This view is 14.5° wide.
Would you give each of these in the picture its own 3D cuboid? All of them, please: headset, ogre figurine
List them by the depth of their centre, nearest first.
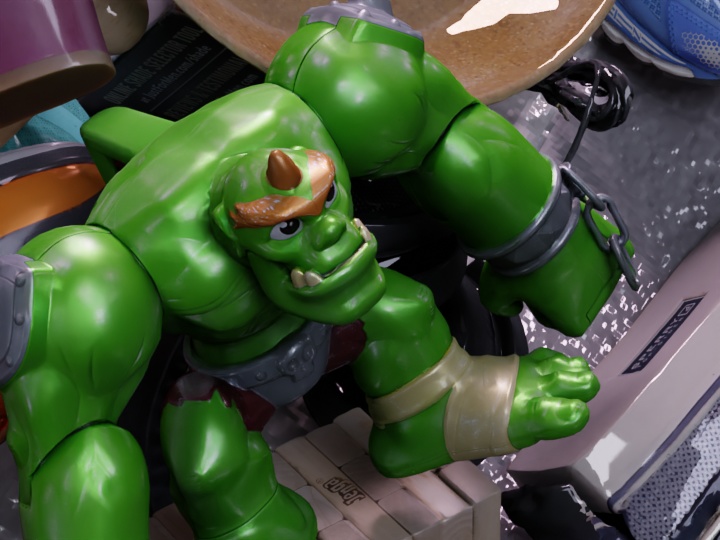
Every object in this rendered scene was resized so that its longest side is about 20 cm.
[{"bbox_3d":[-0.023,0.015,0.707,0.200,0.098,0.120,-32,114,-7],"label":"ogre figurine"},{"bbox_3d":[0.000,0.000,0.830,0.200,0.094,0.124,-40,137,-18],"label":"headset"}]

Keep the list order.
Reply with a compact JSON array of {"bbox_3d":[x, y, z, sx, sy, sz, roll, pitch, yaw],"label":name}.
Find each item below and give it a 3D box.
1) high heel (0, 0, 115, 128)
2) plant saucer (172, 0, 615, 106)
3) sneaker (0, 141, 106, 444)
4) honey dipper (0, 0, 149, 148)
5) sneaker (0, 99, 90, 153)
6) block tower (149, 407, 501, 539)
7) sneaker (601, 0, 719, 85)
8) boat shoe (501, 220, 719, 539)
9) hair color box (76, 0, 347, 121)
[{"bbox_3d":[-0.166,-0.067,0.744,0.199,0.067,0.097,-16,78,0],"label":"high heel"},{"bbox_3d":[-0.006,-0.137,0.781,0.199,0.035,0.201,8,74,-32],"label":"plant saucer"},{"bbox_3d":[-0.112,0.054,0.714,0.200,0.112,0.078,-42,129,-13],"label":"sneaker"},{"bbox_3d":[-0.132,-0.007,0.767,0.200,0.038,0.038,-45,95,-5],"label":"honey dipper"},{"bbox_3d":[-0.134,-0.070,0.801,0.200,0.080,0.077,49,63,-5],"label":"sneaker"},{"bbox_3d":[-0.056,0.106,0.750,0.199,0.058,0.054,-25,43,-27],"label":"block tower"},{"bbox_3d":[0.097,-0.156,0.919,0.078,0.089,0.201,-18,83,-25],"label":"sneaker"},{"bbox_3d":[0.137,0.038,0.898,0.200,0.075,0.093,-45,102,-19],"label":"boat shoe"},{"bbox_3d":[-0.029,-0.143,0.855,0.061,0.101,0.201,19,70,-19],"label":"hair color box"}]
